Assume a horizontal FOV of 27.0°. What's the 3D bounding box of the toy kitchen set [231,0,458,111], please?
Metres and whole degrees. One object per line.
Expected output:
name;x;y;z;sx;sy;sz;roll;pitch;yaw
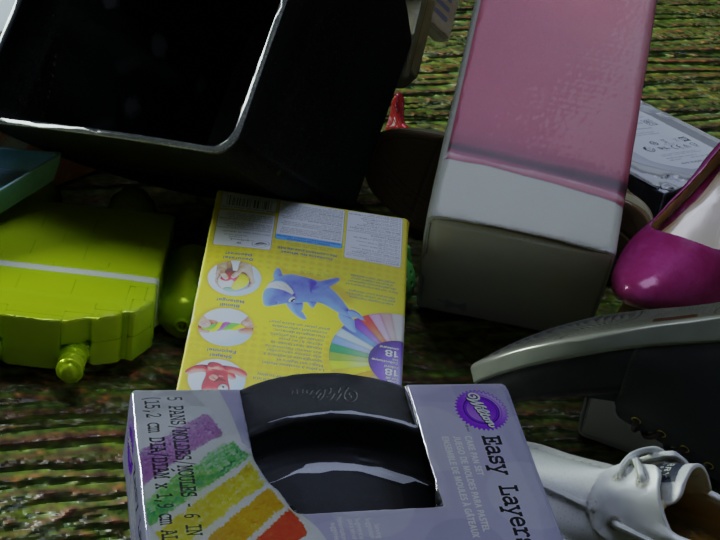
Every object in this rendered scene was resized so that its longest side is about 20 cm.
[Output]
toy kitchen set;0.014;-0.153;1.093;0.163;0.201;0.180;7;-13;33

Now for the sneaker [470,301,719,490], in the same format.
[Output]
sneaker;0.156;0.075;0.750;0.199;0.107;0.075;-8;4;21

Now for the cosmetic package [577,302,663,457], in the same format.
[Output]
cosmetic package;0.208;0.037;0.878;0.105;0.071;0.200;18;30;16

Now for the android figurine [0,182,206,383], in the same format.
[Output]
android figurine;-0.174;0.003;0.868;0.181;0.041;0.200;6;28;-5

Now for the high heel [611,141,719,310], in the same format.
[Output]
high heel;0.204;-0.044;0.847;0.067;0.096;0.200;27;34;33

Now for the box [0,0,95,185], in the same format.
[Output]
box;-0.253;-0.116;0.976;0.097;0.125;0.200;25;33;27

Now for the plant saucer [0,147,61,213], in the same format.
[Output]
plant saucer;-0.258;-0.021;0.850;0.070;0.019;0.200;7;33;35

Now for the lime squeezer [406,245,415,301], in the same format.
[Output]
lime squeezer;0.000;0.000;0.941;0.070;0.038;0.200;-22;27;12

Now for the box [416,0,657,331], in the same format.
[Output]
box;0.108;-0.080;0.911;0.108;0.128;0.201;11;66;4

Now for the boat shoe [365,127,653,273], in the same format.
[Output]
boat shoe;0.100;-0.049;1.019;0.199;0.072;0.065;20;21;8

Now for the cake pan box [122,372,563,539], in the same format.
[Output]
cake pan box;-0.003;0.130;0.639;0.183;0.052;0.200;2;41;-15

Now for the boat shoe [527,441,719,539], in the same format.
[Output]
boat shoe;0.143;0.117;0.716;0.200;0.070;0.071;25;33;28

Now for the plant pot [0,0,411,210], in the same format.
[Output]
plant pot;-0.078;-0.135;0.922;0.199;0.200;0.177;10;-16;33

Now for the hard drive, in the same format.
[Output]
hard drive;0.196;-0.095;1.143;0.139;0.038;0.200;-10;32;-39

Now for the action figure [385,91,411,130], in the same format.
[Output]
action figure;0.094;-0.081;1.091;0.200;0.052;0.065;27;28;26

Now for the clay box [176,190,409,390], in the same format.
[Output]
clay box;-0.035;0.041;0.804;0.114;0.048;0.200;9;41;-3
